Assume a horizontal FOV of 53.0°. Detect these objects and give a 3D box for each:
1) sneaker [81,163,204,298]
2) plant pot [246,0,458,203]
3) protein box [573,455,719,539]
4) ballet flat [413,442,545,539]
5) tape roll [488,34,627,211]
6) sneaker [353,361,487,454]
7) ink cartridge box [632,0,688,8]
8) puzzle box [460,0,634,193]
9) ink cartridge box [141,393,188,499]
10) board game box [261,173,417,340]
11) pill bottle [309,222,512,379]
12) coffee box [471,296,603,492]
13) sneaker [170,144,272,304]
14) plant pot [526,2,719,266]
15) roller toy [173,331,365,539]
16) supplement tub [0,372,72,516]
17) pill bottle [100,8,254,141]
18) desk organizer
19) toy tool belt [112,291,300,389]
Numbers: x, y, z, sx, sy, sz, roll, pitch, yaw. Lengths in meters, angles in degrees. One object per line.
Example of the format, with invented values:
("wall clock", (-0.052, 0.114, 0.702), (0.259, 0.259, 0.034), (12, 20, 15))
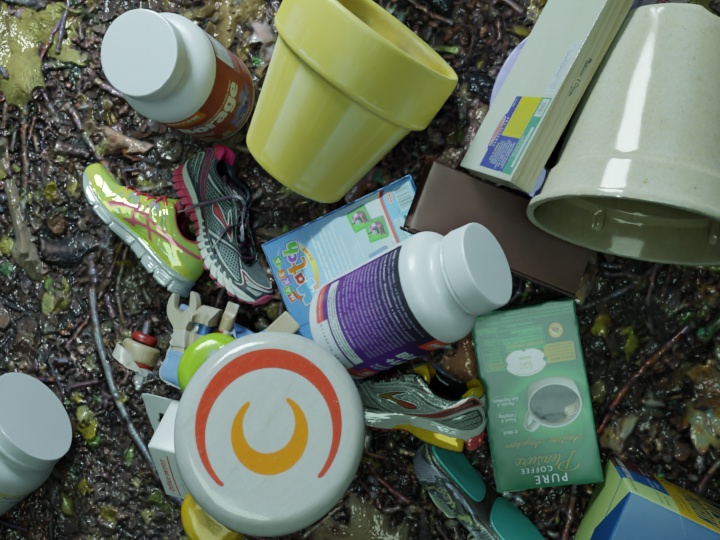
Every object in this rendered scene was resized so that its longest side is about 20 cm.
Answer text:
("sneaker", (-0.256, -0.065, 0.887), (0.090, 0.078, 0.200), (-44, 89, 0))
("plant pot", (-0.025, -0.186, 0.782), (0.200, 0.200, 0.190), (39, 112, 8))
("protein box", (0.323, 0.339, 0.745), (0.196, 0.135, 0.202), (23, 95, 10))
("ballet flat", (0.133, 0.276, 0.824), (0.072, 0.072, 0.201), (-44, 83, 8))
("tape roll", (0.237, -0.162, 0.778), (0.195, 0.085, 0.205), (0, 91, 10))
("sneaker", (0.049, 0.134, 0.816), (0.195, 0.078, 0.084), (12, 108, 10))
("ink cartridge box", (0.261, -0.342, 0.738), (0.198, 0.145, 0.085), (36, 97, 9))
("puzzle box", (0.172, -0.175, 0.684), (0.025, 0.133, 0.203), (26, 97, -17))
("ink cartridge box", (-0.172, 0.222, 0.844), (0.195, 0.068, 0.119), (12, 137, 11))
("board game box", (0.000, 0.000, 0.851), (0.197, 0.037, 0.154), (-23, 87, 10))
("pill bottle", (0.050, 0.030, 0.731), (0.198, 0.111, 0.113), (-27, 85, 37))
("coffee box", (0.196, 0.139, 0.812), (0.120, 0.044, 0.205), (-11, 89, 12))
("sneaker", (-0.154, -0.053, 0.846), (0.074, 0.080, 0.203), (-30, 79, 16))
("plant pot", (0.264, -0.122, 0.648), (0.196, 0.200, 0.188), (12, 83, 10))
("roller toy", (-0.088, 0.167, 0.717), (0.178, 0.140, 0.205), (-1, 71, -8))
("supplement tub", (-0.474, 0.235, 0.892), (0.199, 0.145, 0.147), (-37, 84, 9))
("pill bottle", (-0.199, -0.214, 0.802), (0.109, 0.200, 0.115), (0, 91, 11))
("desk organizer", (0.149, -0.044, 0.782), (0.196, 0.072, 0.078), (22, 93, -4))
("toy tool belt", (-0.177, 0.082, 0.849), (0.196, 0.125, 0.125), (19, 82, 8))
